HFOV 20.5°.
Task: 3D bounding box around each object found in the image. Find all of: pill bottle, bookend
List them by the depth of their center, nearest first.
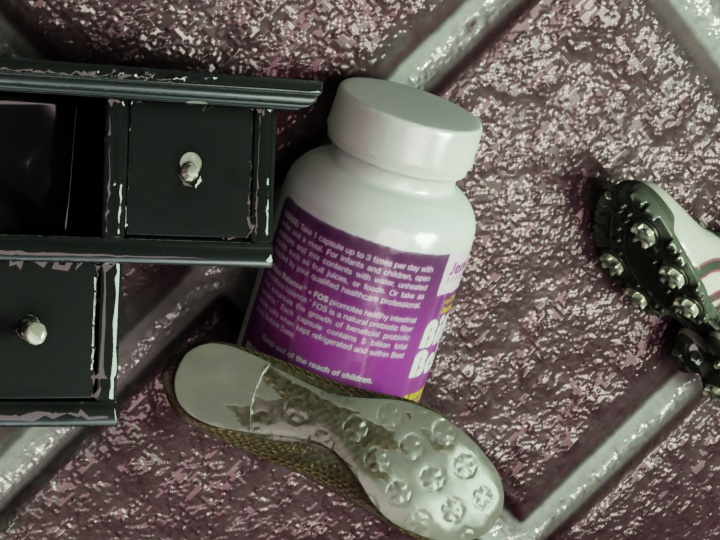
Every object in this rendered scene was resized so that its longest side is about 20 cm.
[{"bbox_3d":[-0.132,-0.004,1.025,0.198,0.092,0.201,2,92,-26],"label":"bookend"},{"bbox_3d":[0.000,0.000,1.111,0.112,0.112,0.201,8,111,-26],"label":"pill bottle"}]

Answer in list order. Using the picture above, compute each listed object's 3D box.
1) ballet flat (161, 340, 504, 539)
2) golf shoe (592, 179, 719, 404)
[{"bbox_3d":[-0.015,0.090,1.064,0.199,0.046,0.068,23,77,-15],"label":"ballet flat"},{"bbox_3d":[0.214,0.000,1.239,0.088,0.077,0.200,-52,127,-17],"label":"golf shoe"}]
